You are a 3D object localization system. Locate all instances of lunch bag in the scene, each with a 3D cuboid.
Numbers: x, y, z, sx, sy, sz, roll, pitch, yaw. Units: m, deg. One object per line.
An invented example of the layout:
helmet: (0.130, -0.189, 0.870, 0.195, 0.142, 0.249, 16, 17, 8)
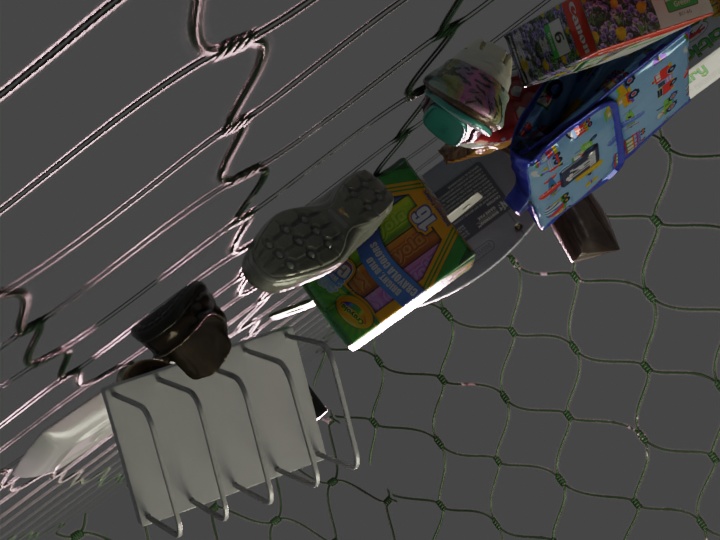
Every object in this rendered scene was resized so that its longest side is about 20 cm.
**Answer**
lunch bag: (0.191, -0.132, 1.486, 0.200, 0.094, 0.151, -49, 160, -7)

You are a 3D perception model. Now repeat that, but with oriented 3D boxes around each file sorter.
file sorter: (-0.117, 0.152, 1.613, 0.200, 0.139, 0.124, -18, -170, -23)

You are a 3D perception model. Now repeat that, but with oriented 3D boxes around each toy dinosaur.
toy dinosaur: (0.133, -0.139, 1.699, 0.106, 0.060, 0.200, -34, 175, -15)

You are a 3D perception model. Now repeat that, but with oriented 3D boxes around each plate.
plate: (-0.273, 0.155, 1.841, 0.199, 0.032, 0.200, -35, 176, -28)

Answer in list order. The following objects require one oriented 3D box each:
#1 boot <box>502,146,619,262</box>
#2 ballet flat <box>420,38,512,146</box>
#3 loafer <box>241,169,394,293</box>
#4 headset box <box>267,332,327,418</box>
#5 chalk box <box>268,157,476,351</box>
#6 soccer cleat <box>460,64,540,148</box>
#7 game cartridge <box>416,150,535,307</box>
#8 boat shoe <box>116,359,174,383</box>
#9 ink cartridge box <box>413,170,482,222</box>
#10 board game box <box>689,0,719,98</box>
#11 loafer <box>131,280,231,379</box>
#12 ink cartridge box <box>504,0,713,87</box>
boot: (0.229, -0.106, 1.887, 0.064, 0.200, 0.186, -39, 175, 36)
ballet flat: (0.086, -0.139, 1.320, 0.071, 0.069, 0.200, -54, -179, -1)
loafer: (-0.040, -0.024, 1.474, 0.200, 0.070, 0.070, -33, 166, -51)
headset box: (-0.130, 0.182, 2.572, 0.075, 0.149, 0.200, -37, 176, -13)
chalk box: (0.000, 0.000, 1.708, 0.200, 0.124, 0.125, -37, 176, 0)
soccer cleat: (0.134, -0.147, 1.533, 0.200, 0.069, 0.085, -40, 165, -42)
game cartridge: (0.103, -0.052, 1.942, 0.200, 0.133, 0.042, -36, -176, 1)
boat shoe: (-0.148, 0.139, 1.706, 0.065, 0.200, 0.072, 0, -111, 70)
ink cartridge box: (0.031, -0.047, 1.834, 0.200, 0.067, 0.117, -36, 176, 5)
board game box: (0.309, -0.223, 1.607, 0.200, 0.035, 0.126, -37, -142, 16)
loafer: (-0.143, 0.057, 1.507, 0.073, 0.071, 0.200, -37, 176, 5)
ink cartridge box: (0.202, -0.195, 1.304, 0.109, 0.050, 0.200, -20, -179, -20)
